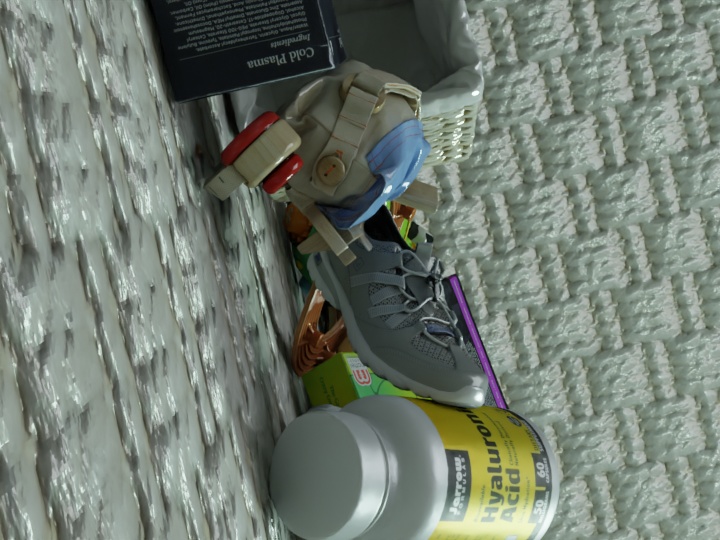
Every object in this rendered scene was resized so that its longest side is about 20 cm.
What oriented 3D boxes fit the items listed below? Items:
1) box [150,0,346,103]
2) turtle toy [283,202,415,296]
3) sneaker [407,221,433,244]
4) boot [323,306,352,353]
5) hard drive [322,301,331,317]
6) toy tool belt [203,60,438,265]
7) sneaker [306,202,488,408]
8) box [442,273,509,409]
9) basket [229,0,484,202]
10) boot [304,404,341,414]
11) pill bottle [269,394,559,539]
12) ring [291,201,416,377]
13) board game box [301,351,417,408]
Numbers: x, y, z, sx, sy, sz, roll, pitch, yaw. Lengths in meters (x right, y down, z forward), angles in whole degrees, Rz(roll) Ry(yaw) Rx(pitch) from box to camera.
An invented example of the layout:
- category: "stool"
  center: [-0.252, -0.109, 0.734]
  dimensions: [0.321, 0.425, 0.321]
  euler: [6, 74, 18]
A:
- category: "box"
  center: [-0.081, -0.212, 1.019]
  dimensions: [0.200, 0.104, 0.183]
  euler: [-77, 154, -81]
- category: "turtle toy"
  center: [-0.007, -0.047, 1.461]
  dimensions: [0.200, 0.101, 0.146]
  euler: [-55, 142, -46]
- category: "sneaker"
  center: [0.022, 0.039, 1.581]
  dimensions: [0.074, 0.080, 0.200]
  euler: [-38, 140, -68]
- category: "boot"
  center: [0.048, 0.113, 1.526]
  dimensions: [0.074, 0.154, 0.200]
  euler: [-96, 173, -67]
- category: "hard drive"
  center: [-0.039, -0.026, 1.624]
  dimensions: [0.200, 0.033, 0.140]
  euler: [72, 7, -62]
- category: "toy tool belt"
  center: [-0.008, -0.066, 1.044]
  dimensions: [0.123, 0.125, 0.200]
  euler: [47, 24, -1]
- category: "sneaker"
  center: [0.030, 0.019, 1.095]
  dimensions: [0.075, 0.082, 0.200]
  euler: [12, 27, -43]
- category: "box"
  center: [0.072, 0.087, 1.413]
  dimensions: [0.143, 0.036, 0.200]
  euler: [69, 20, 0]
- category: "basket"
  center: [-0.011, -0.181, 1.289]
  dimensions: [0.161, 0.198, 0.200]
  euler: [75, 3, -70]
- category: "boot"
  center: [0.014, 0.196, 1.141]
  dimensions: [0.096, 0.073, 0.200]
  euler: [15, 58, -53]
- category: "pill bottle"
  center: [0.036, 0.142, 1.049]
  dimensions: [0.200, 0.111, 0.112]
  euler: [10, 62, -47]
- category: "ring"
  center: [0.000, 0.000, 1.279]
  dimensions: [0.201, 0.019, 0.201]
  euler: [-58, 167, -21]
- category: "board game box"
  center: [0.033, 0.164, 1.251]
  dimensions: [0.102, 0.048, 0.200]
  euler: [2, 61, -54]
